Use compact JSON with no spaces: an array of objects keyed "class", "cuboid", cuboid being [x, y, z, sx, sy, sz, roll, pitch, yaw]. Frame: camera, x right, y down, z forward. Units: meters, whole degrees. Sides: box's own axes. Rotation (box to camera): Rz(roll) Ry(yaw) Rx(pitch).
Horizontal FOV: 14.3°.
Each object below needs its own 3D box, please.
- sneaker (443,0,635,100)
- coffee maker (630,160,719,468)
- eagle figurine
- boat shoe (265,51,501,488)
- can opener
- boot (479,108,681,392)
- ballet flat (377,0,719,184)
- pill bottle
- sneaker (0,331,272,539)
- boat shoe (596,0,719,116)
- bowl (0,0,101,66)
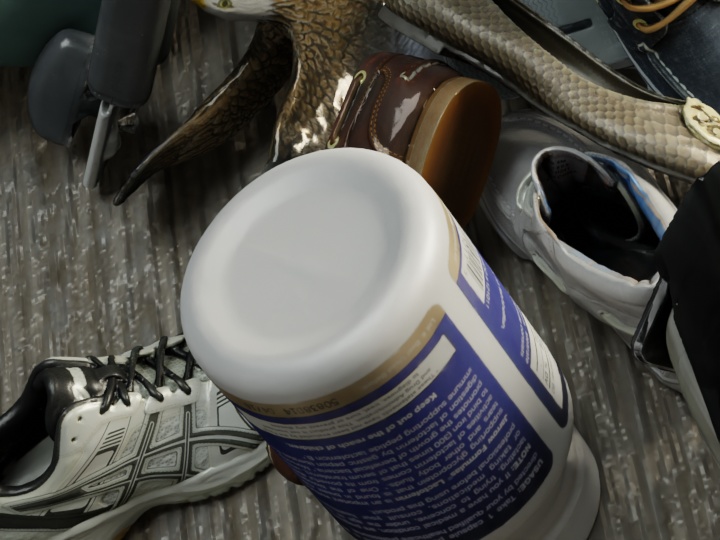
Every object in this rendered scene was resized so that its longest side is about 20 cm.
[{"class":"sneaker","cuboid":[0.135,-0.131,1.333,0.199,0.073,0.071,-10,19,8]},{"class":"coffee maker","cuboid":[0.189,0.052,1.083,0.134,0.192,0.200,-16,50,-1]},{"class":"eagle figurine","cuboid":[-0.031,-0.109,1.396,0.152,0.150,0.201,-119,39,-79]},{"class":"boat shoe","cuboid":[0.000,0.000,1.291,0.070,0.070,0.201,21,88,35]},{"class":"can opener","cuboid":[-0.128,-0.112,1.400,0.067,0.200,0.053,20,57,0]},{"class":"boot","cuboid":[0.099,-0.032,1.262,0.074,0.096,0.200,-42,47,-3]},{"class":"ballet flat","cuboid":[0.094,-0.089,1.255,0.200,0.067,0.046,32,101,28]},{"class":"pill bottle","cuboid":[0.019,0.050,1.179,0.115,0.200,0.116,-16,49,20]},{"class":"sneaker","cuboid":[-0.105,0.067,1.317,0.200,0.088,0.076,-35,45,2]},{"class":"boat shoe","cuboid":[0.127,-0.131,1.245,0.071,0.091,0.200,-36,87,11]},{"class":"bowl","cuboid":[-0.162,-0.186,1.495,0.201,0.105,0.201,-44,35,43]}]
